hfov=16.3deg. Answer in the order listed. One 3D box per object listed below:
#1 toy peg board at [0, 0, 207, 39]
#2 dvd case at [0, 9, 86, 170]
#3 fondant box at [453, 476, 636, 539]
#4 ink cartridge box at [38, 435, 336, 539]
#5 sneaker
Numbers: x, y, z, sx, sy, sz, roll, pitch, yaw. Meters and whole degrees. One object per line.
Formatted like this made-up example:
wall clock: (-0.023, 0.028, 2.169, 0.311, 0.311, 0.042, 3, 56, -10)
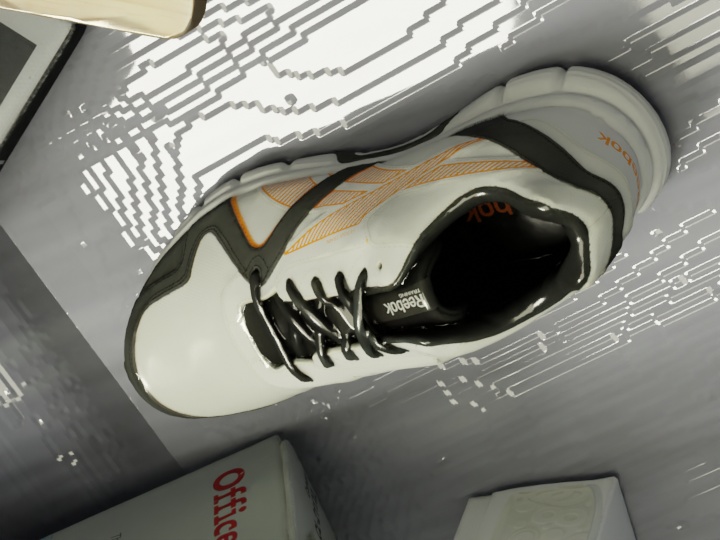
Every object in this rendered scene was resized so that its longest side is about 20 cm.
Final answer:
toy peg board: (-0.141, -0.173, 0.707, 0.200, 0.098, 0.199, 11, 107, 10)
dvd case: (-0.203, -0.035, 0.812, 0.150, 0.025, 0.200, 32, 96, 0)
fondant box: (0.074, 0.192, 0.837, 0.058, 0.144, 0.200, -11, 114, 21)
ink cartridge box: (-0.095, 0.154, 0.833, 0.200, 0.146, 0.083, -24, 111, 6)
sneaker: (0.000, 0.000, 0.795, 0.200, 0.080, 0.074, -27, 109, 27)
